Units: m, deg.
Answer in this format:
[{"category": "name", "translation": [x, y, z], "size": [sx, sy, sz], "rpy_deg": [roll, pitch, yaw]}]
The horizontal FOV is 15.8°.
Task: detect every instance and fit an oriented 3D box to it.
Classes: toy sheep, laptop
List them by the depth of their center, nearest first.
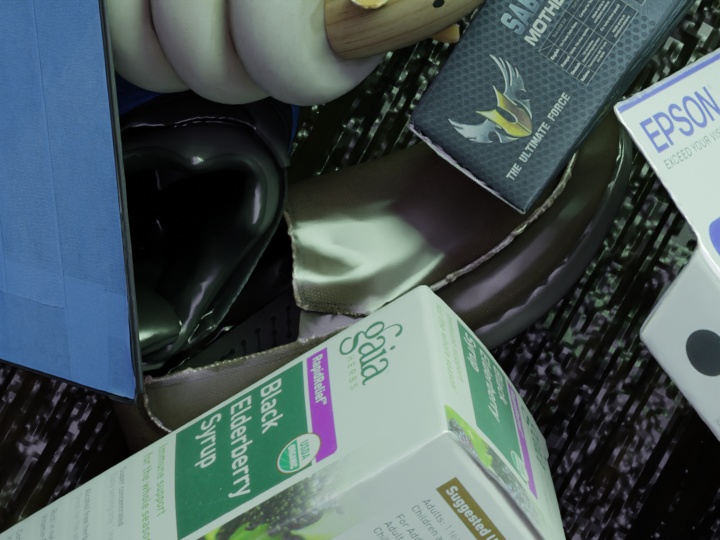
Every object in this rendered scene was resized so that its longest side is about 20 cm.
[{"category": "laptop", "translation": [-0.171, -0.057, 0.729], "size": [0.199, 0.116, 0.188], "rpy_deg": [-6, 106, -7]}, {"category": "toy sheep", "translation": [-0.046, -0.116, 0.744], "size": [0.199, 0.138, 0.139], "rpy_deg": [21, 87, 26]}]

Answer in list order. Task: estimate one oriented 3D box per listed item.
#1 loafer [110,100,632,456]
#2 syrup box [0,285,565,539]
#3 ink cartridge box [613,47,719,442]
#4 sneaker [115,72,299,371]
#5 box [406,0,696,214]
[{"category": "loafer", "translation": [0.000, 0.000, 0.831], "size": [0.200, 0.071, 0.073], "rpy_deg": [-39, 41, 0]}, {"category": "syrup box", "translation": [-0.038, 0.097, 0.800], "size": [0.199, 0.079, 0.082], "rpy_deg": [-32, 120, 14]}, {"category": "ink cartridge box", "translation": [0.164, 0.016, 0.781], "size": [0.043, 0.198, 0.200], "rpy_deg": [-39, 84, 36]}, {"category": "sneaker", "translation": [-0.105, -0.004, 0.811], "size": [0.199, 0.111, 0.077], "rpy_deg": [-29, 117, 13]}, {"category": "box", "translation": [0.103, -0.129, 0.760], "size": [0.051, 0.158, 0.200], "rpy_deg": [36, 132, 4]}]
